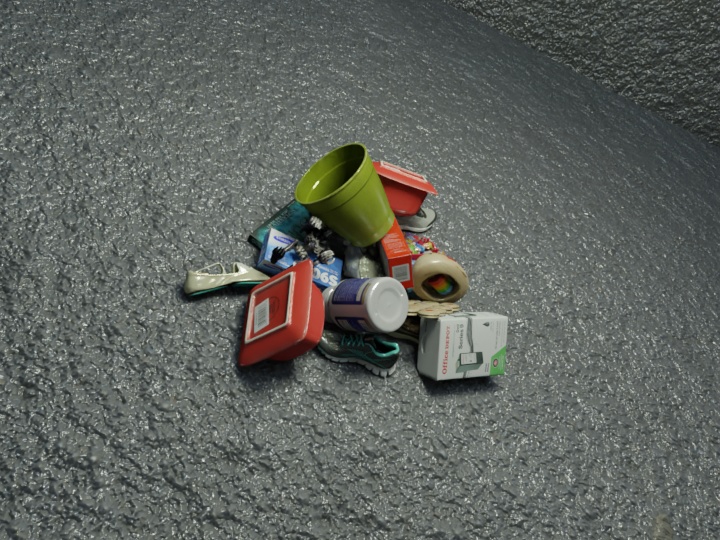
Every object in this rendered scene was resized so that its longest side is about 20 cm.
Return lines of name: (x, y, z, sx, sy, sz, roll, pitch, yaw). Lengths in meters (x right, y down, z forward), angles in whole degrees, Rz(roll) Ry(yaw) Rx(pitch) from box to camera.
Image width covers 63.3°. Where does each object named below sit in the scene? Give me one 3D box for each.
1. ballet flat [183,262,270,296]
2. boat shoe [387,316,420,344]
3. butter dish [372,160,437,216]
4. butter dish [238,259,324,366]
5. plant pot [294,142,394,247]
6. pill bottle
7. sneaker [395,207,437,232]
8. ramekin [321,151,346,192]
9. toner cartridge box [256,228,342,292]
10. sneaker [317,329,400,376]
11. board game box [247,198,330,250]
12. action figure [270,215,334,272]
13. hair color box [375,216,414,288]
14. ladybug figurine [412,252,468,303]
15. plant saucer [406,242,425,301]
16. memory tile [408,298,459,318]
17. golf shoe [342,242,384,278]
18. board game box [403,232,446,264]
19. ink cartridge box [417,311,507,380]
ballet flat: (-0.295, 0.012, 1.304, 0.200, 0.070, 0.070, -8, 56, -33)
boat shoe: (0.155, 0.140, 1.430, 0.202, 0.075, 0.075, 10, 48, -20)
butter dish: (0.088, -0.197, 1.553, 0.199, 0.148, 0.200, 20, 15, -4)
butter dish: (-0.142, 0.110, 1.238, 0.148, 0.199, 0.200, 36, 41, -39)
plant pot: (-0.021, -0.163, 1.391, 0.193, 0.200, 0.201, 51, 34, -34)
pill bottle: (-0.001, 0.077, 1.305, 0.120, 0.200, 0.120, 2, 87, -39)
sneaker: (0.146, -0.158, 1.683, 0.200, 0.079, 0.074, -7, 54, -34)
ramekin: (-0.051, -0.223, 1.555, 0.098, 0.201, 0.201, -4, 53, -11)
toner cartridge box: (-0.142, -0.016, 1.399, 0.200, 0.043, 0.095, 24, 50, -23)
sneaker: (0.000, 0.166, 1.314, 0.200, 0.091, 0.078, 18, 45, -13)
board game box: (-0.174, -0.094, 1.494, 0.135, 0.028, 0.200, 36, 45, 5)
action figure: (-0.111, -0.057, 1.347, 0.200, 0.102, 0.119, -42, 105, -45)
hair color box: (0.079, -0.049, 1.450, 0.061, 0.102, 0.200, -11, 36, -5)
ladybug figurine: (0.198, 0.018, 1.480, 0.200, 0.136, 0.072, 46, 25, -45)
plant saucer: (0.144, 0.004, 1.584, 0.070, 0.019, 0.200, 11, 47, -19)
memory tile: (0.142, 0.089, 1.404, 0.153, 0.017, 0.200, 5, 5, 26)
golf shoe: (0.000, 0.000, 1.458, 0.078, 0.097, 0.200, 29, 33, -29)
board game box: (0.160, -0.063, 1.593, 0.158, 0.039, 0.200, 26, 31, 4)
ink cartridge box: (0.244, 0.178, 1.389, 0.200, 0.084, 0.146, 0, 96, -27)
